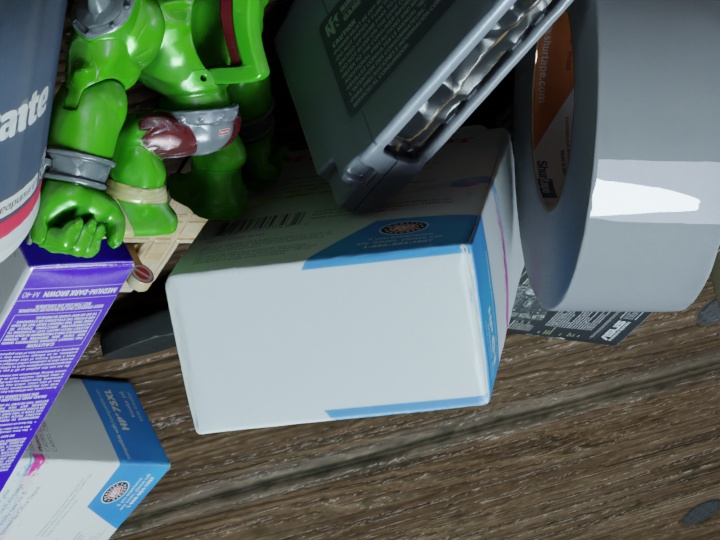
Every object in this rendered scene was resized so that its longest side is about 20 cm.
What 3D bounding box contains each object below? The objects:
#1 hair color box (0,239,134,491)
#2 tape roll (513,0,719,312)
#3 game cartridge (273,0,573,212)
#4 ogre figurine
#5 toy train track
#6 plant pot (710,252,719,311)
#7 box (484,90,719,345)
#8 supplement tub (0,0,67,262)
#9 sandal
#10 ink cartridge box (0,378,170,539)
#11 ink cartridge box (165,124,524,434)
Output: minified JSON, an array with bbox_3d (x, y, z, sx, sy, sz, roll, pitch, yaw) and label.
[{"bbox_3d":[-0.193,0.022,1.161,0.065,0.109,0.200,-2,141,-39],"label":"hair color box"},{"bbox_3d":[0.122,-0.080,1.112,0.066,0.200,0.200,1,143,-7],"label":"tape roll"},{"bbox_3d":[0.037,-0.138,1.083,0.041,0.133,0.200,21,127,-33],"label":"game cartridge"},{"bbox_3d":[-0.087,-0.080,1.078,0.200,0.098,0.120,-9,110,-44],"label":"ogre figurine"},{"bbox_3d":[-0.065,-0.016,1.282,0.200,0.033,0.115,-1,140,-39],"label":"toy train track"},{"bbox_3d":[0.290,0.002,1.429,0.187,0.200,0.187,-21,148,-14],"label":"plant pot"},{"bbox_3d":[0.122,-0.027,1.328,0.160,0.044,0.200,7,149,-22],"label":"box"},{"bbox_3d":[-0.186,-0.105,0.921,0.140,0.140,0.200,-9,130,-29],"label":"supplement tub"},{"bbox_3d":[-0.047,0.025,1.304,0.200,0.045,0.075,-21,169,10],"label":"sandal"},{"bbox_3d":[-0.223,0.117,1.318,0.200,0.067,0.116,8,133,-45],"label":"ink cartridge box"},{"bbox_3d":[0.000,0.000,1.153,0.144,0.200,0.085,-6,109,11],"label":"ink cartridge box"}]
